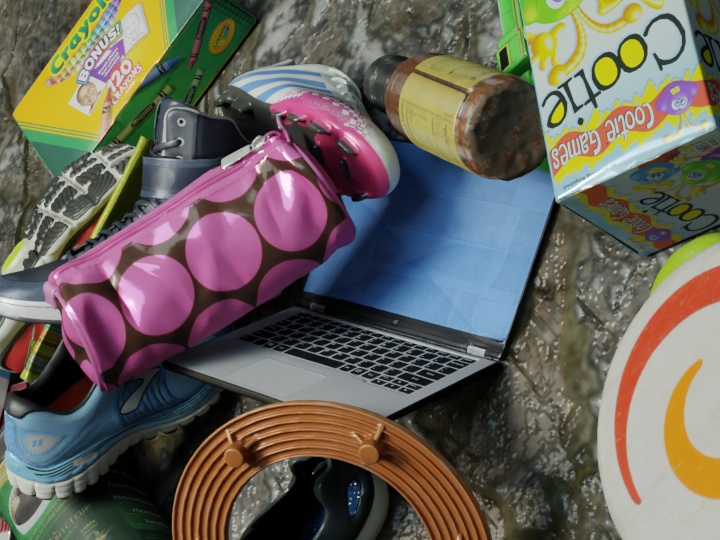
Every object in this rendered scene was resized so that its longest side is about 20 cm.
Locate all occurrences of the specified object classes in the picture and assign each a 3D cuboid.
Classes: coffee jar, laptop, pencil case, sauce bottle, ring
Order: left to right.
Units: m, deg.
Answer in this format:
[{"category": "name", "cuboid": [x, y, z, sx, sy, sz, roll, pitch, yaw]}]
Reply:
[{"category": "coffee jar", "cuboid": [-0.196, 0.178, 1.132, 0.105, 0.085, 0.200, -52, 49, 14]}, {"category": "pencil case", "cuboid": [-0.106, -0.010, 1.018, 0.199, 0.094, 0.091, -34, 36, -5]}, {"category": "ring", "cuboid": [-0.019, 0.169, 0.936, 0.199, 0.019, 0.202, 7, 114, 15]}, {"category": "laptop", "cuboid": [0.000, 0.000, 1.020, 0.186, 0.199, 0.117, 13, 115, 43]}, {"category": "sauce bottle", "cuboid": [0.055, -0.106, 1.016, 0.066, 0.066, 0.200, -59, 24, 5]}]

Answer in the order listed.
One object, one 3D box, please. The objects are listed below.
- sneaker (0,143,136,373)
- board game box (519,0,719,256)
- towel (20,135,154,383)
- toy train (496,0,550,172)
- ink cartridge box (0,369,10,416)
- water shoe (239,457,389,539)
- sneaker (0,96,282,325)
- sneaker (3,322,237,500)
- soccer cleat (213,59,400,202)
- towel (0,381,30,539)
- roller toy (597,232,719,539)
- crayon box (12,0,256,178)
[{"category": "sneaker", "cuboid": [-0.219, -0.007, 1.230, 0.201, 0.085, 0.077, -54, 36, 6]}, {"category": "board game box", "cuboid": [0.166, -0.129, 0.933, 0.103, 0.105, 0.201, -24, 59, 31]}, {"category": "towel", "cuboid": [-0.183, 0.002, 1.194, 0.018, 0.086, 0.201, 27, 91, 27]}, {"category": "toy train", "cuboid": [0.112, -0.153, 1.031, 0.056, 0.041, 0.201, -41, 43, 45]}, {"category": "ink cartridge box", "cuboid": [-0.347, 0.129, 1.236, 0.066, 0.115, 0.202, -6, 68, 41]}, {"category": "water shoe", "cuboid": [-0.062, 0.198, 1.013, 0.071, 0.079, 0.201, 35, 97, 43]}, {"category": "sneaker", "cuboid": [-0.159, -0.043, 1.093, 0.077, 0.201, 0.147, -146, 50, -71]}, {"category": "sneaker", "cuboid": [-0.162, 0.071, 1.097, 0.078, 0.090, 0.200, 21, 45, 36]}, {"category": "soccer cleat", "cuboid": [-0.023, -0.108, 1.099, 0.086, 0.070, 0.200, -34, 35, -23]}, {"category": "towel", "cuboid": [-0.311, 0.197, 1.269, 0.143, 0.023, 0.202, -16, 61, 38]}, {"category": "roller toy", "cuboid": [0.221, 0.085, 0.774, 0.182, 0.139, 0.202, -2, 73, 51]}, {"category": "crayon box", "cuboid": [-0.184, -0.162, 1.280, 0.200, 0.058, 0.119, -52, 48, 12]}]
